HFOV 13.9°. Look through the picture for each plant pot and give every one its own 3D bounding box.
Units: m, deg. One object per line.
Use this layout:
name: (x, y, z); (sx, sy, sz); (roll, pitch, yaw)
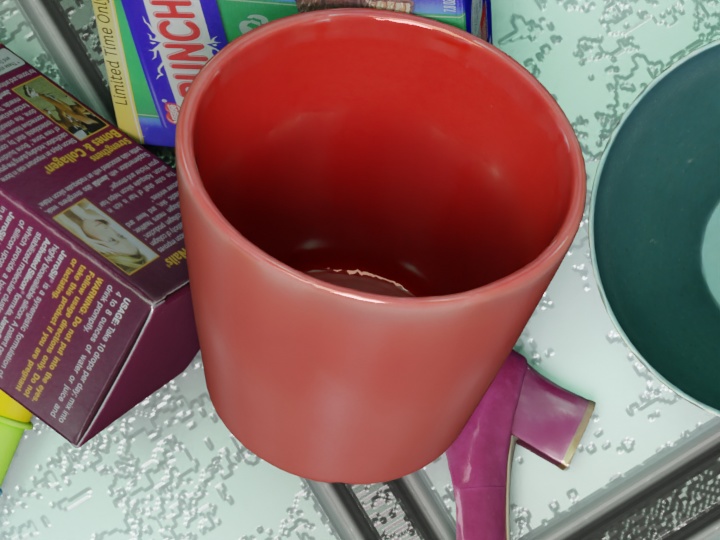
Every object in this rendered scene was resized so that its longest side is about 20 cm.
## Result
plant pot: (0.220, -0.015, 1.519); (0.199, 0.135, 0.201); (-1, 84, 7)
plant pot: (0.000, 0.000, 1.473); (0.200, 0.178, 0.201); (5, 48, -6)

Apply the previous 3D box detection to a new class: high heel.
high heel: (0.042, 0.133, 1.559); (0.096, 0.067, 0.200); (26, 84, 2)

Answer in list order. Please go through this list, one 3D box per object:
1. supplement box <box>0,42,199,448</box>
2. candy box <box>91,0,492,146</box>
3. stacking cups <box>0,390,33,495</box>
supplement box: (-0.176, -0.020, 1.564); (0.200, 0.131, 0.103); (36, 117, 10)
candy box: (-0.036, -0.136, 1.547); (0.199, 0.169, 0.077); (6, 56, 10)
stacking cups: (-0.222, 0.130, 1.604); (0.060, 0.061, 0.200); (19, 89, 9)
